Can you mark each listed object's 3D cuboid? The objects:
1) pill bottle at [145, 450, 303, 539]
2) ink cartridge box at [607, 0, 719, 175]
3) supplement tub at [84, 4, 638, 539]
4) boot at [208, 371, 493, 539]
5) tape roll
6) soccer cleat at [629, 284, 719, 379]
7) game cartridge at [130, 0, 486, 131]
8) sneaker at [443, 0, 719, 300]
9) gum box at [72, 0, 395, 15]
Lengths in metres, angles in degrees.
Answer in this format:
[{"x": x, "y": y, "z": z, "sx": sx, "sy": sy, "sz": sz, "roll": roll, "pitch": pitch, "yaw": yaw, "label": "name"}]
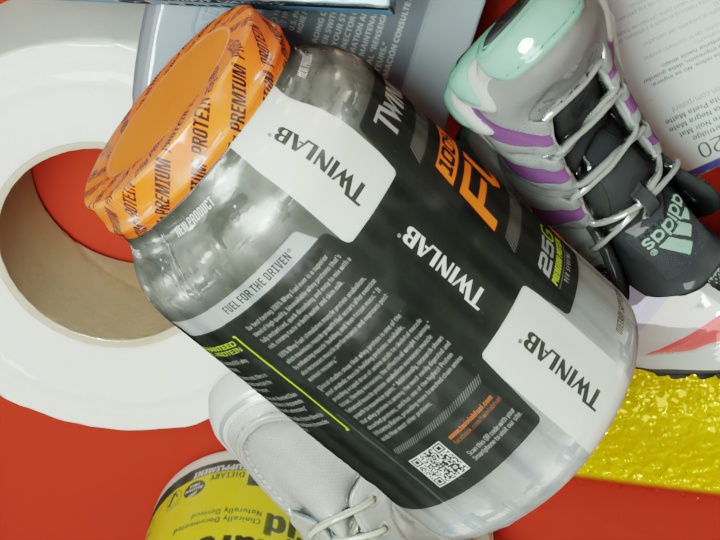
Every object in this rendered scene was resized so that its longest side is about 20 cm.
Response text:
[{"x": -0.061, "y": 0.186, "z": 1.012, "sx": 0.110, "sy": 0.201, "sz": 0.112, "roll": 2, "pitch": 123, "yaw": 4, "label": "pill bottle"}, {"x": 0.173, "y": -0.154, "z": 0.852, "sx": 0.198, "sy": 0.041, "sz": 0.201, "roll": -24, "pitch": 125, "yaw": 13, "label": "ink cartridge box"}, {"x": 0.000, "y": 0.000, "z": 0.813, "sx": 0.200, "sy": 0.123, "sz": 0.122, "roll": 40, "pitch": 118, "yaw": -20, "label": "supplement tub"}, {"x": 0.007, "y": 0.119, "z": 0.985, "sx": 0.073, "sy": 0.096, "sz": 0.200, "roll": -32, "pitch": 137, "yaw": 22, "label": "boot"}, {"x": -0.107, "y": -0.029, "z": 0.959, "sx": 0.200, "sy": 0.071, "sz": 0.204, "roll": 3, "pitch": 122, "yaw": 5, "label": "tape roll"}, {"x": 0.103, "y": 0.013, "z": 0.976, "sx": 0.198, "sy": 0.068, "sz": 0.074, "roll": -4, "pitch": 98, "yaw": 13, "label": "soccer cleat"}, {"x": -0.019, "y": -0.106, "z": 0.868, "sx": 0.132, "sy": 0.040, "sz": 0.202, "roll": 16, "pitch": 97, "yaw": -21, "label": "game cartridge"}, {"x": 0.105, "y": -0.039, "z": 0.849, "sx": 0.078, "sy": 0.200, "sz": 0.140, "roll": -44, "pitch": 80, "yaw": -2, "label": "sneaker"}, {"x": -0.066, "y": -0.202, "z": 0.806, "sx": 0.168, "sy": 0.045, "sz": 0.202, "roll": 2, "pitch": 93, "yaw": 4, "label": "gum box"}]
